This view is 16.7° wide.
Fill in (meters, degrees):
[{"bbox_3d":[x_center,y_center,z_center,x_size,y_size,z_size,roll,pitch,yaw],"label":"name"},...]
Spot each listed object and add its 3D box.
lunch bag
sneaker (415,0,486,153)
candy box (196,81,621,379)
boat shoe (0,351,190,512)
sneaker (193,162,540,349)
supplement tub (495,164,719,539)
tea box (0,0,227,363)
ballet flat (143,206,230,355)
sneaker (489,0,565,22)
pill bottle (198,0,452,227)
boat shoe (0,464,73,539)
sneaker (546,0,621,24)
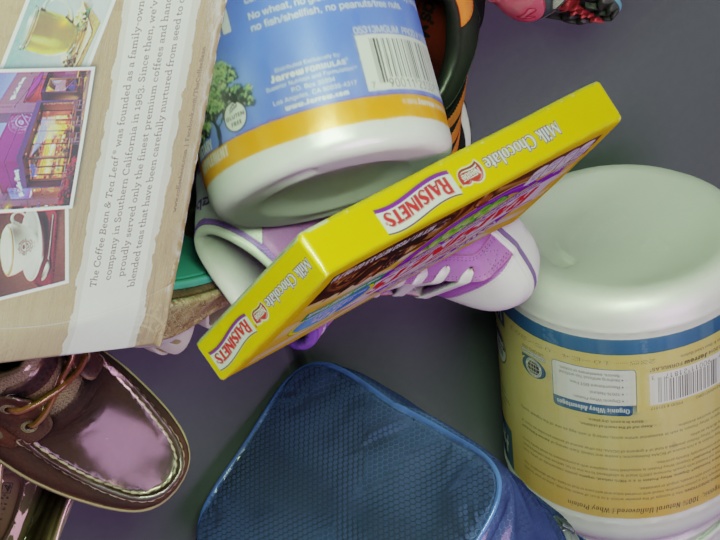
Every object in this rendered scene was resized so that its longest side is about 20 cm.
[{"bbox_3d":[0.030,0.154,1.297,0.136,0.200,0.132,-55,137,-4],"label":"lunch bag"},{"bbox_3d":[0.019,-0.083,1.200,0.090,0.070,0.201,-61,165,-53],"label":"sneaker"},{"bbox_3d":[0.024,-0.019,1.084,0.199,0.026,0.102,-28,171,-40],"label":"candy box"},{"bbox_3d":[-0.158,0.046,1.117,0.200,0.072,0.072,41,81,-14],"label":"boat shoe"},{"bbox_3d":[-0.001,0.000,1.170,0.200,0.072,0.115,27,56,-29],"label":"sneaker"},{"bbox_3d":[0.149,0.058,1.369,0.144,0.145,0.201,-24,128,-25],"label":"supplement tub"},{"bbox_3d":[-0.165,-0.092,0.999,0.133,0.197,0.201,-5,119,-35],"label":"tea box"},{"bbox_3d":[-0.080,0.005,1.182,0.200,0.070,0.066,-25,134,-48],"label":"ballet flat"},{"bbox_3d":[0.120,-0.184,1.150,0.200,0.080,0.075,-56,129,-35],"label":"sneaker"},{"bbox_3d":[-0.036,-0.130,1.078,0.111,0.112,0.201,-7,76,-35],"label":"pill bottle"},{"bbox_3d":[-0.151,0.066,1.195,0.071,0.064,0.201,2,112,-39],"label":"boat shoe"},{"bbox_3d":[0.071,-0.210,1.213,0.200,0.079,0.096,42,63,-41],"label":"sneaker"}]
